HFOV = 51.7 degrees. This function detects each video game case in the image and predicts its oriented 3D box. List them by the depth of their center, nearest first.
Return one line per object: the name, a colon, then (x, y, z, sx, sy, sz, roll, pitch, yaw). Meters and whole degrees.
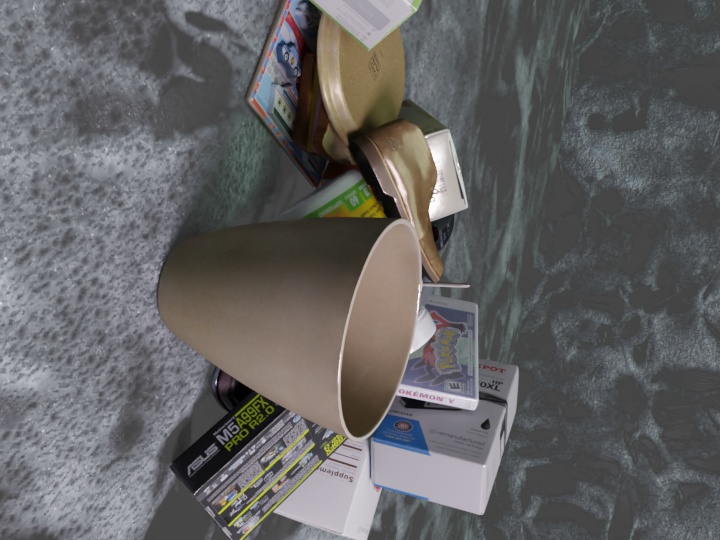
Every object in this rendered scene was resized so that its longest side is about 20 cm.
video game case: (0.066, 0.092, 0.986, 0.200, 0.181, 0.023, -78, 178, -54)

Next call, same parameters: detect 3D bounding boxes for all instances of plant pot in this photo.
plant pot: (-0.070, 0.032, 0.654, 0.187, 0.199, 0.188, 11, 90, -70)

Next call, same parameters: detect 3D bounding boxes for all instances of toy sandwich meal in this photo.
toy sandwich meal: (-0.015, -0.218, 0.822, 0.205, 0.070, 0.206, -14, 106, -61)

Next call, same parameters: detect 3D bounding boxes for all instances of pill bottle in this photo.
pill bottle: (0.000, 0.000, 0.821, 0.201, 0.111, 0.111, 59, 34, -10)

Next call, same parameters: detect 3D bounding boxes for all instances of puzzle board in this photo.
puzzle board: (-0.057, -0.201, 0.827, 0.200, 0.017, 0.151, 50, 54, -64)

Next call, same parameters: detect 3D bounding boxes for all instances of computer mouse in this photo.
computer mouse: (0.077, -0.037, 1.042, 0.200, 0.034, 0.059, -42, 133, -46)

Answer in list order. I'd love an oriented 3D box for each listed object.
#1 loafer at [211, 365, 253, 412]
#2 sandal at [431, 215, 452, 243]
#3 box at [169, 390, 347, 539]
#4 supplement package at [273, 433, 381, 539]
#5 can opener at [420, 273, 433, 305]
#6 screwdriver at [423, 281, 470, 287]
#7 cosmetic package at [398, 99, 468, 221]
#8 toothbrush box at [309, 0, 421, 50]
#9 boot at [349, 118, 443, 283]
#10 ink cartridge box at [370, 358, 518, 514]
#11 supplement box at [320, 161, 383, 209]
loafer: (-0.098, 0.140, 0.830, 0.200, 0.063, 0.072, 57, 49, -62)
sandal: (0.081, -0.064, 0.970, 0.200, 0.048, 0.076, -46, 118, -48)
box: (-0.088, 0.181, 0.785, 0.200, 0.044, 0.161, -41, 148, -20)
supplement package: (-0.029, 0.236, 0.978, 0.121, 0.119, 0.201, 58, 47, -63)
can opener: (0.029, 0.067, 0.908, 0.200, 0.053, 0.067, -58, 144, -35)
screwdriver: (0.042, 0.020, 0.925, 0.028, 0.199, 0.029, 16, 82, -60)
cosmetic package: (0.065, -0.142, 0.936, 0.200, 0.071, 0.106, -112, -176, -64)
toothbrush box: (0.009, -0.346, 0.729, 0.145, 0.086, 0.201, 34, 61, -22)
boot: (0.063, -0.073, 0.820, 0.075, 0.074, 0.201, -32, 122, -10)
ink cartridge box: (0.114, 0.197, 0.959, 0.200, 0.144, 0.085, -53, 146, -53)
supplement box: (0.006, -0.069, 0.969, 0.200, 0.066, 0.069, 77, 28, -51)
